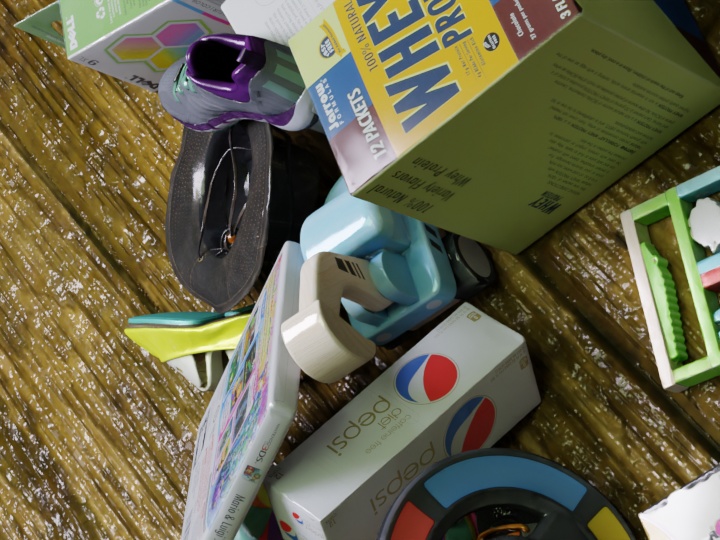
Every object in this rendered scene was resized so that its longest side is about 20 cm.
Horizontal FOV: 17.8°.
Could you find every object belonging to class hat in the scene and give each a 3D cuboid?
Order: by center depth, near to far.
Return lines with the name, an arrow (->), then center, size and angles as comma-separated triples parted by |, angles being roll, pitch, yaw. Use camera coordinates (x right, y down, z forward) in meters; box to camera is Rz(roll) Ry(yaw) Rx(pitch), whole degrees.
hat -> -0.077, -0.061, 1.736 | 0.200, 0.080, 0.202 | -11, 77, 63

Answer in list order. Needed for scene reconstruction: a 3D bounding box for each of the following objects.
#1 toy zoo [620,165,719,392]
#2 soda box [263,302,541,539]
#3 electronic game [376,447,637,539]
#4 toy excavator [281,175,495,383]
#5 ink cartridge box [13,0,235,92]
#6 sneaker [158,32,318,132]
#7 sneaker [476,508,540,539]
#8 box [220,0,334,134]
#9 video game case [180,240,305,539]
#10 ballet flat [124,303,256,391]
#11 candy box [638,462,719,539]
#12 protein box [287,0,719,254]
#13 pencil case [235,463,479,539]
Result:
toy zoo -> 0.270, -0.016, 1.503 | 0.199, 0.020, 0.132 | -25, 65, 32
soda box -> 0.030, 0.114, 1.564 | 0.200, 0.068, 0.064 | -40, 48, -23
electronic game -> 0.101, 0.209, 1.483 | 0.042, 0.199, 0.201 | 128, 133, -56
toy excavator -> 0.000, 0.000, 1.593 | 0.100, 0.199, 0.195 | -33, 59, 28
ink cartridge box -> -0.171, -0.198, 1.838 | 0.199, 0.104, 0.060 | -25, 64, 31
sneaker -> -0.103, -0.147, 1.639 | 0.199, 0.087, 0.075 | 4, 72, 53
sneaker -> 0.107, 0.218, 1.541 | 0.078, 0.077, 0.201 | -22, 65, 34
box -> 0.013, -0.210, 1.702 | 0.200, 0.097, 0.125 | -44, 56, 22
video game case -> -0.081, 0.104, 1.596 | 0.200, 0.024, 0.183 | -87, 20, -57
ballet flat -> -0.100, 0.058, 1.752 | 0.199, 0.067, 0.068 | -9, 88, 35
candy box -> 0.286, 0.164, 1.423 | 0.200, 0.061, 0.137 | -37, 60, 26
protein box -> 0.101, -0.137, 1.551 | 0.200, 0.198, 0.135 | -37, 58, 26
pencil case -> -0.012, 0.186, 1.637 | 0.199, 0.088, 0.089 | 4, 82, 36
